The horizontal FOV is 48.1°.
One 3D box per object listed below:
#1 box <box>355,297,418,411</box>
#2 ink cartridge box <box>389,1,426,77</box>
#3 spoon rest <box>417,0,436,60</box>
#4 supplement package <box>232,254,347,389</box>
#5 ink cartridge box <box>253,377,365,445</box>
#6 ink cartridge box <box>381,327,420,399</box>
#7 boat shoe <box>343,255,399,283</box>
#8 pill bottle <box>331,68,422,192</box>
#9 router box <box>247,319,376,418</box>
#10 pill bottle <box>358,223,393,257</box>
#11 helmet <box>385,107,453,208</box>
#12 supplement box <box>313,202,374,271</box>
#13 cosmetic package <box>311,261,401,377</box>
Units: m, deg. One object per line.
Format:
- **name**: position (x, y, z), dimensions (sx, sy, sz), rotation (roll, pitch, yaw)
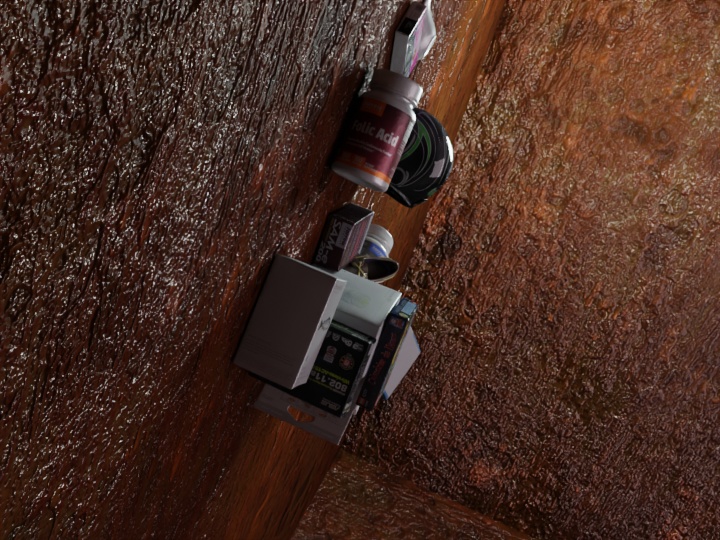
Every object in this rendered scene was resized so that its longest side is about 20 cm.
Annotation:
- **box**: position (0.054, 0.163, 1.595), dimensions (0.137, 0.037, 0.201), rotation (-42, 153, -74)
- **ink cartridge box**: position (0.091, -0.442, 1.652), dimensions (0.200, 0.037, 0.095), rotation (102, 13, -61)
- **spoon rest**: position (0.148, -0.538, 1.737), dimensions (0.200, 0.060, 0.099), rotation (-57, 179, 37)
- **supplement package**: position (-0.119, 0.087, 1.392), dimensions (0.117, 0.117, 0.201), rotation (17, 95, -81)
- **ink cartridge box**: position (-0.098, 0.254, 1.691), dimensions (0.045, 0.199, 0.177), rotation (91, 23, -63)
- **ink cartridge box**: position (0.003, 0.162, 1.819), dimensions (0.146, 0.199, 0.147), rotation (-51, 141, -25)
- **boat shoe**: position (0.000, 0.000, 1.819), dimensions (0.059, 0.199, 0.072), rotation (-21, -105, 48)
- **pill bottle**: position (0.033, -0.257, 1.480), dimensions (0.114, 0.114, 0.201), rotation (25, 87, -82)
- **router box**: position (-0.089, 0.159, 1.482), dimensions (0.062, 0.199, 0.151), rotation (-16, 128, -76)
- **pill bottle**: position (0.000, -0.010, 1.938), dimensions (0.114, 0.113, 0.201), rotation (101, 14, -55)
- **helmet**: position (0.112, -0.260, 1.797), dimensions (0.191, 0.200, 0.200), rotation (-50, 171, -2)
- **supplement box**: position (-0.033, -0.075, 1.730), dimensions (0.200, 0.061, 0.109), rotation (-43, 154, -74)
- **cosmetic package**: position (-0.043, 0.090, 1.613), dimensions (0.199, 0.199, 0.124), rotation (-50, 161, -67)
